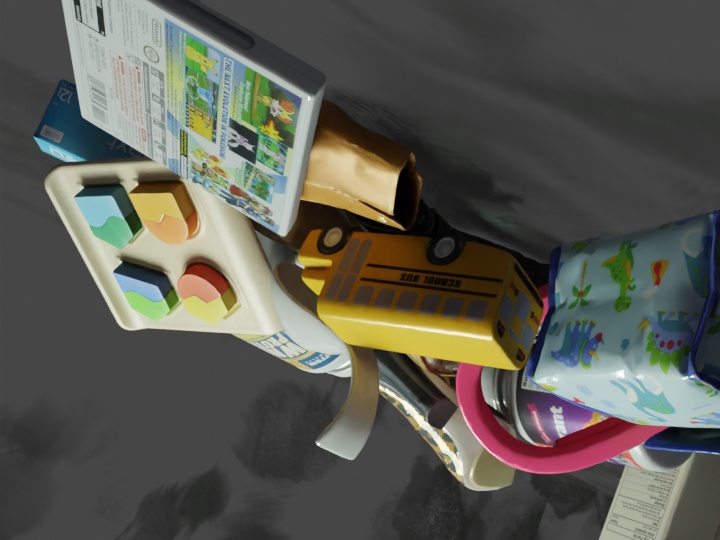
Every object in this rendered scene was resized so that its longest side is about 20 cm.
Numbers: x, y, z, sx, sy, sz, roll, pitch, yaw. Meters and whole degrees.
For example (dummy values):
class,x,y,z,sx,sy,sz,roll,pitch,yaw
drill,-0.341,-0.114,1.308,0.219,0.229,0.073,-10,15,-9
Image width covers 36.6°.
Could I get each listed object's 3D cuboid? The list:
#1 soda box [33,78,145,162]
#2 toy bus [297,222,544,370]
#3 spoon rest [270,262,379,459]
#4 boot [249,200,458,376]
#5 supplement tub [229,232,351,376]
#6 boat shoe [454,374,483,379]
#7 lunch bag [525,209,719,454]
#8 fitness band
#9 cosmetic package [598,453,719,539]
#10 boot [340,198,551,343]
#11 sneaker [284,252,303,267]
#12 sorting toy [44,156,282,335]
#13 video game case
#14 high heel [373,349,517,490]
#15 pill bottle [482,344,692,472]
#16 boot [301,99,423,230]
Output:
class,x,y,z,sx,sy,sz,roll,pitch,yaw
soda box,-0.213,-0.110,1.068,0.197,0.065,0.068,25,170,-7
toy bus,0.037,0.018,0.817,0.197,0.079,0.065,6,152,38
spoon rest,-0.024,0.061,0.903,0.099,0.061,0.201,29,-154,-34
boot,0.000,0.000,0.954,0.174,0.067,0.200,17,-156,-53
supplement tub,-0.070,0.029,1.234,0.199,0.147,0.144,31,168,-39
boat shoe,0.054,0.048,1.099,0.200,0.071,0.064,50,-175,41
lunch bag,0.237,0.056,0.710,0.197,0.130,0.169,20,167,-24
fitness band,0.170,0.078,0.855,0.145,0.198,0.037,57,-157,-10
cosmetic package,0.307,0.184,0.999,0.086,0.203,0.103,25,172,-16
boot,0.077,-0.012,0.886,0.198,0.070,0.174,19,171,37
sneaker,-0.027,0.044,1.141,0.200,0.080,0.076,50,-167,-42
sorting toy,-0.177,-0.016,0.976,0.197,0.037,0.187,-2,124,31
video game case,-0.114,-0.114,0.721,0.180,0.022,0.201,31,156,4
high heel,0.073,0.127,1.022,0.142,0.071,0.200,42,176,45
pill bottle,0.202,0.110,0.986,0.111,0.113,0.198,29,164,-35
boot,-0.024,-0.065,0.820,0.142,0.072,0.202,28,165,7
